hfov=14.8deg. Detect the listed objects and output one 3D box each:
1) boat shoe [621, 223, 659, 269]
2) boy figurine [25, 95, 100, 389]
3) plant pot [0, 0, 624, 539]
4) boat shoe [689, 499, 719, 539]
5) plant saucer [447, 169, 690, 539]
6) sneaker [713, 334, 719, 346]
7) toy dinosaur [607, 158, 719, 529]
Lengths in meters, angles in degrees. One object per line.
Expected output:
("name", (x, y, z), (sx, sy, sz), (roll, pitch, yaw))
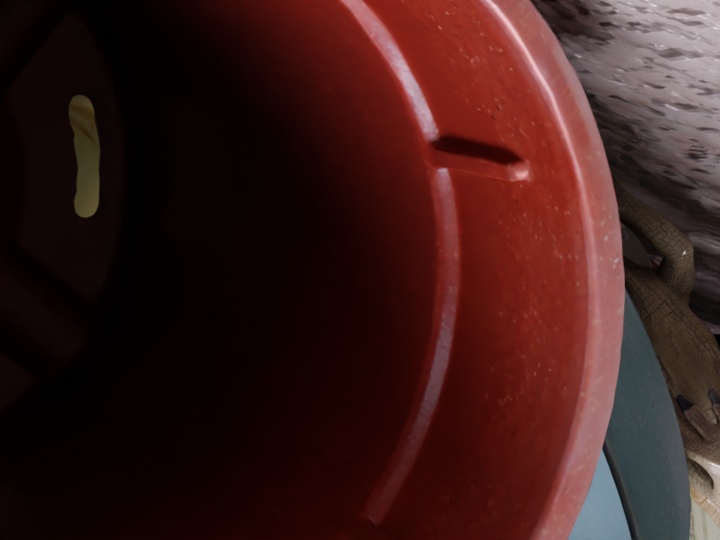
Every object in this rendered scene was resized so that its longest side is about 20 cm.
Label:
("boat shoe", (0.000, 0.000, 0.849), (0.199, 0.072, 0.063), (10, 166, 18))
("boy figurine", (-0.112, -0.016, 0.763), (0.200, 0.124, 0.064), (47, 164, -4))
("plant pot", (-0.077, -0.002, 0.620), (0.200, 0.202, 0.195), (24, 180, -31))
("boat shoe", (0.083, 0.129, 0.816), (0.065, 0.203, 0.072), (-2, -172, 1))
("plant saucer", (0.027, 0.023, 0.715), (0.200, 0.036, 0.201), (51, 157, 30))
("sneaker", (0.035, 0.040, 0.896), (0.198, 0.077, 0.084), (-3, 149, -10))
("toy dinosaur", (0.092, 0.040, 0.731), (0.201, 0.058, 0.101), (60, 165, 13))
